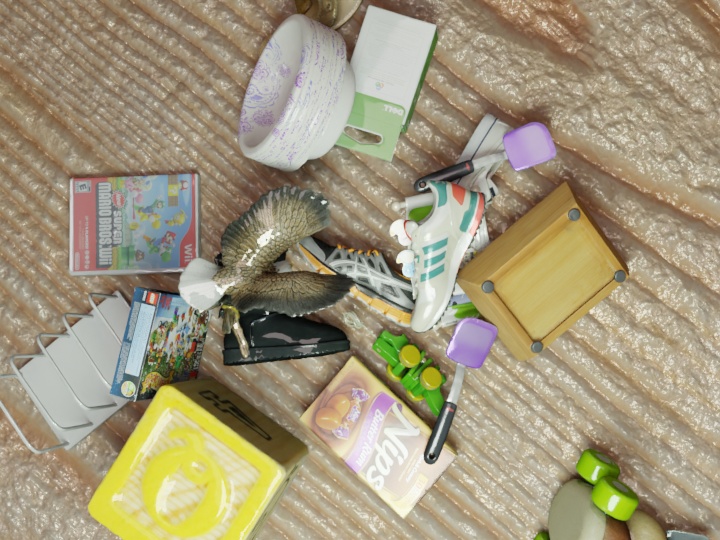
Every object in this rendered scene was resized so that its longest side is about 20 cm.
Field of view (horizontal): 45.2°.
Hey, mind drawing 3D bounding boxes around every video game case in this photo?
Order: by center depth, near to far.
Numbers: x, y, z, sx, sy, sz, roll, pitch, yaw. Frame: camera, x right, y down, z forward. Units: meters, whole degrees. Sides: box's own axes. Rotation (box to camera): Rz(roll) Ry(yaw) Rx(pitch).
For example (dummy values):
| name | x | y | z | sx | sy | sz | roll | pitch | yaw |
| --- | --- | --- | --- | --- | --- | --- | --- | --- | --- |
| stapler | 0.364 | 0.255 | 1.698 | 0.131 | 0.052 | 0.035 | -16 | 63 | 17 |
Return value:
| name | x | y | z | sx | sy | sz | roll | pitch | yaw |
| --- | --- | --- | --- | --- | --- | --- | --- | --- | --- |
| video game case | -0.333 | -0.067 | 1.274 | 0.196 | 0.017 | 0.146 | -2 | 86 | 6 |

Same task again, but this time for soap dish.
| name | x | y | z | sx | sy | sz | roll | pitch | yaw |
| --- | --- | --- | --- | --- | --- | --- | --- | --- | --- |
| soap dish | 0.247 | 0.007 | 1.154 | 0.199 | 0.081 | 0.158 | -40 | 104 | 2 |

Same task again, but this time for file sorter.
| name | x | y | z | sx | sy | sz | roll | pitch | yaw |
| --- | --- | --- | --- | --- | --- | --- | --- | --- | --- |
| file sorter | -0.397 | 0.143 | 1.216 | 0.199 | 0.125 | 0.139 | -38 | 83 | 3 |

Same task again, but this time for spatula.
| name | x | y | z | sx | sy | sz | roll | pitch | yaw |
| --- | --- | --- | --- | --- | --- | --- | --- | --- | --- |
| spatula | 0.124 | 0.162 | 1.154 | 0.056 | 0.021 | 0.203 | 21 | 85 | -8 |
| spatula | 0.164 | -0.146 | 1.163 | 0.197 | 0.021 | 0.057 | -20 | 85 | -5 |

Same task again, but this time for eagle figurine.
| name | x | y | z | sx | sy | sz | roll | pitch | yaw |
| --- | --- | --- | --- | --- | --- | --- | --- | --- | --- |
| eagle figurine | -0.120 | -0.002 | 1.122 | 0.199 | 0.152 | 0.152 | -29 | 115 | 36 |

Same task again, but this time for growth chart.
| name | x | y | z | sx | sy | sz | roll | pitch | yaw |
| --- | --- | --- | --- | --- | --- | --- | --- | --- | --- |
| growth chart | 0.121 | -0.017 | 1.178 | 0.143 | 0.018 | 0.203 | -19 | 107 | -7 |

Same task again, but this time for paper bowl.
| name | x | y | z | sx | sy | sz | roll | pitch | yaw |
| --- | --- | --- | --- | --- | --- | --- | --- | --- | --- |
| paper bowl | -0.080 | -0.234 | 1.177 | 0.103 | 0.200 | 0.204 | 19 | 89 | -27 |

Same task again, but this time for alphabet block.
| name | x | y | z | sx | sy | sz | roll | pitch | yaw |
| --- | --- | --- | --- | --- | --- | --- | --- | --- | --- |
| alphabet block | -0.206 | 0.274 | 1.148 | 0.195 | 0.200 | 0.197 | 32 | 91 | 7 |

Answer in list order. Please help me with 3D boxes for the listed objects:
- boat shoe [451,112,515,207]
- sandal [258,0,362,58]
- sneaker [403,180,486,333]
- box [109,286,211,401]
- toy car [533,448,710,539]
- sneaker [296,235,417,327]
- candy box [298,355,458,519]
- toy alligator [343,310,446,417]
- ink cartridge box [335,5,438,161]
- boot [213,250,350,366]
| name | x | y | z | sx | sy | sz | roll | pitch | yaw |
| --- | --- | --- | --- | --- | --- | --- | --- | --- | --- |
| boat shoe | 0.158 | -0.117 | 1.201 | 0.069 | 0.071 | 0.202 | 29 | 83 | 10 |
| sandal | -0.068 | -0.374 | 1.238 | 0.078 | 0.070 | 0.212 | 44 | 92 | 7 |
| sneaker | 0.088 | -0.022 | 1.130 | 0.092 | 0.070 | 0.203 | 21 | 97 | -8 |
| box | -0.261 | 0.098 | 1.164 | 0.037 | 0.200 | 0.139 | 12 | 88 | 11 |
| toy car | 0.348 | 0.361 | 1.118 | 0.198 | 0.158 | 0.166 | 26 | 102 | -5 |
| sneaker | 0.000 | 0.000 | 1.209 | 0.198 | 0.078 | 0.078 | 31 | 88 | -3 |
| candy box | 0.026 | 0.228 | 1.199 | 0.200 | 0.056 | 0.117 | 42 | 90 | 5 |
| toy alligator | 0.061 | 0.117 | 1.205 | 0.200 | 0.059 | 0.054 | 46 | 52 | 7 |
| ink cartridge box | 0.031 | -0.259 | 1.225 | 0.102 | 0.059 | 0.203 | 18 | 89 | 7 |
| boot | -0.116 | 0.045 | 1.221 | 0.195 | 0.073 | 0.166 | -5 | 80 | 4 |
